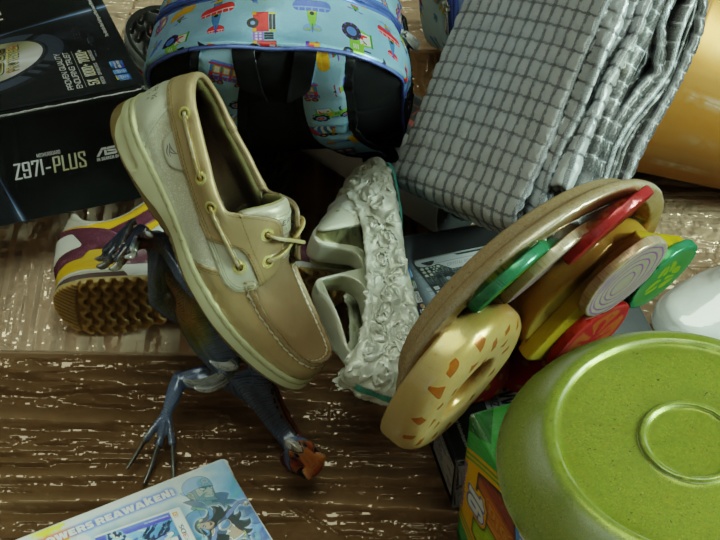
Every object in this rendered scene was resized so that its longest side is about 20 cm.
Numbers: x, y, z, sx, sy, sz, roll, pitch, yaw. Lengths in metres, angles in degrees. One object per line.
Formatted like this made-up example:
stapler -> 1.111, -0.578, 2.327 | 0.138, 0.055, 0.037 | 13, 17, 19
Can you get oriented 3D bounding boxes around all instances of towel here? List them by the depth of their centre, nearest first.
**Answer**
towel -> 0.123, -0.114, 1.057 | 0.086, 0.200, 0.166 | 22, 0, -31

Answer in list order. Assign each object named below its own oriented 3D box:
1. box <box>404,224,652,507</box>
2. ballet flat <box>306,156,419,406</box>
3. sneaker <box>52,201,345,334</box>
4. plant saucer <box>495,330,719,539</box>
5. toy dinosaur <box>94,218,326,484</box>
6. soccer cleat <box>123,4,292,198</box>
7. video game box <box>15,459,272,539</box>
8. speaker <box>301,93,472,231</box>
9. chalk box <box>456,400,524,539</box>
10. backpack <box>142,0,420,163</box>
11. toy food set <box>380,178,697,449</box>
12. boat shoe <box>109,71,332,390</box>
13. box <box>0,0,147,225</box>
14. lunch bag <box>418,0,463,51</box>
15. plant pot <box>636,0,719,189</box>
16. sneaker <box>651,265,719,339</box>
box -> 0.107, 0.052, 1.079 | 0.157, 0.050, 0.200 | -9, 46, -11
ballet flat -> 0.000, 0.000, 1.044 | 0.072, 0.072, 0.200 | -4, 47, -7
sneaker -> -0.106, -0.013, 1.115 | 0.200, 0.075, 0.090 | -1, 51, -5
plant saucer -> 0.173, 0.099, 0.878 | 0.200, 0.031, 0.200 | 2, 44, -2
toy dinosaur -> -0.075, 0.038, 1.015 | 0.181, 0.105, 0.200 | 40, 66, -16
soccer cleat -> -0.113, -0.103, 1.218 | 0.068, 0.073, 0.200 | -26, 69, -24
video game box -> -0.126, 0.213, 0.911 | 0.200, 0.047, 0.182 | -19, 51, -21
speaker -> 0.006, -0.103, 1.207 | 0.200, 0.081, 0.081 | 33, 53, 26
chalk box -> 0.149, 0.173, 0.910 | 0.124, 0.125, 0.200 | -13, 46, -16
backpack -> -0.052, -0.150, 1.067 | 0.182, 0.200, 0.135 | 3, 80, 1
toy food set -> 0.102, 0.022, 0.936 | 0.049, 0.198, 0.200 | 50, 22, 22
boat shoe -> -0.070, -0.024, 0.970 | 0.066, 0.200, 0.074 | -29, 9, 26
box -> -0.247, -0.121, 1.179 | 0.164, 0.086, 0.200 | -12, 34, -14
lunch bag -> 0.142, -0.250, 1.298 | 0.200, 0.161, 0.082 | -16, 33, -18
plant pot -> 0.251, -0.142, 1.197 | 0.183, 0.200, 0.200 | 23, 47, -3
sneaker -> 0.289, -0.004, 1.117 | 0.200, 0.089, 0.075 | -17, 50, -18
